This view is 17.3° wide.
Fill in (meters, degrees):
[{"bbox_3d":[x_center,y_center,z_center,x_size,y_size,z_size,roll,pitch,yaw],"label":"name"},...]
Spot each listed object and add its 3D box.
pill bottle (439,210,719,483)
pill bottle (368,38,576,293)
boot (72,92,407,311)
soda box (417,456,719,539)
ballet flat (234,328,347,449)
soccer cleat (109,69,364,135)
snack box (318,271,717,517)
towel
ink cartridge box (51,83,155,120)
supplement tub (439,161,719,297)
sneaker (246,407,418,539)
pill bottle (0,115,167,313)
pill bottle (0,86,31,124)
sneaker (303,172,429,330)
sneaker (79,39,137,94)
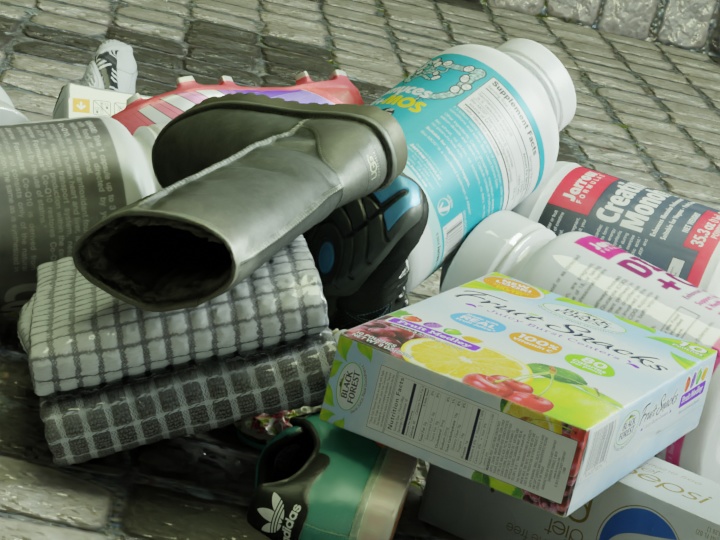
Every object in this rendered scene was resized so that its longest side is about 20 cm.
[{"bbox_3d":[0.153,0.045,1.475,0.199,0.114,0.113,27,19,25],"label":"pill bottle"},{"bbox_3d":[0.053,-0.073,1.530,0.111,0.111,0.200,23,47,35],"label":"pill bottle"},{"bbox_3d":[-0.087,-0.034,1.268,0.181,0.073,0.200,-7,22,36],"label":"boot"},{"bbox_3d":[0.133,0.133,1.252,0.199,0.068,0.064,22,17,31],"label":"soda box"},{"bbox_3d":[0.002,0.064,1.406,0.075,0.064,0.200,27,20,37],"label":"ballet flat"},{"bbox_3d":[-0.078,-0.083,1.532,0.199,0.077,0.067,-10,-17,-34],"label":"soccer cleat"},{"bbox_3d":[0.087,0.059,1.244,0.142,0.053,0.200,21,18,23],"label":"snack box"},{"bbox_3d":[-0.101,0.037,1.297,0.165,0.086,0.200,-15,14,-5],"label":"towel"},{"bbox_3d":[-0.102,-0.020,1.547,0.197,0.047,0.201,8,57,-19],"label":"ink cartridge box"},{"bbox_3d":[0.169,0.008,1.613,0.199,0.141,0.140,19,15,20],"label":"supplement tub"},{"bbox_3d":[-0.010,0.097,1.252,0.080,0.072,0.200,18,16,2],"label":"sneaker"},{"bbox_3d":[-0.191,-0.033,1.423,0.199,0.114,0.114,-7,21,-20],"label":"pill bottle"},{"bbox_3d":[-0.303,-0.095,1.625,0.116,0.117,0.200,2,18,-38],"label":"pill bottle"},{"bbox_3d":[0.000,0.000,1.425,0.082,0.200,0.074,7,60,-25],"label":"sneaker"},{"bbox_3d":[-0.152,-0.067,1.633,0.114,0.075,0.201,18,49,-13],"label":"sneaker"}]
